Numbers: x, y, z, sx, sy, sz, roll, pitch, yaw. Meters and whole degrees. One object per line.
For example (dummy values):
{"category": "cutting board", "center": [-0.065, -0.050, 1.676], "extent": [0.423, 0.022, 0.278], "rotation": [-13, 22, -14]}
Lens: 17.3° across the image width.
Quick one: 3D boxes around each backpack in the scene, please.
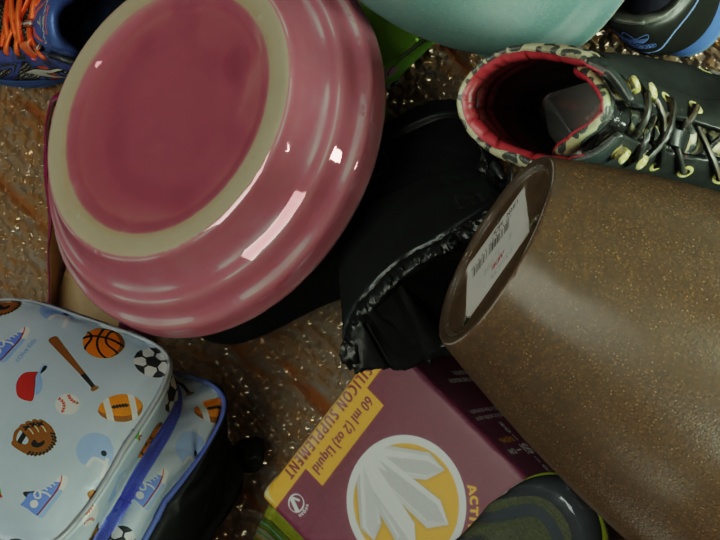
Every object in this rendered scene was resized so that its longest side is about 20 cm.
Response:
{"category": "backpack", "center": [-0.177, 0.108, 1.220], "extent": [0.189, 0.201, 0.155], "rotation": [14, 139, 23]}

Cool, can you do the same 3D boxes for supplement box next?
{"category": "supplement box", "center": [0.065, 0.137, 1.180], "extent": [0.200, 0.085, 0.111], "rotation": [44, 108, 21]}

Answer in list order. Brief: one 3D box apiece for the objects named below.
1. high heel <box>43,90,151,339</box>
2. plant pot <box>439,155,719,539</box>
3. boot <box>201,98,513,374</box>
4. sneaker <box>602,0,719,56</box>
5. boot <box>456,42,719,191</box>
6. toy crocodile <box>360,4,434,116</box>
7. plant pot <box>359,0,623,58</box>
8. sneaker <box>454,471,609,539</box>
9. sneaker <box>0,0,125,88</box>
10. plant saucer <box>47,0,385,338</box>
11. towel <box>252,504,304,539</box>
{"category": "high heel", "center": [-0.159, -0.003, 1.291], "extent": [0.067, 0.096, 0.202], "rotation": [8, 94, 27]}
{"category": "plant pot", "center": [0.141, 0.039, 1.040], "extent": [0.199, 0.187, 0.188], "rotation": [29, 106, -11]}
{"category": "boot", "center": [0.000, 0.001, 1.159], "extent": [0.197, 0.163, 0.074], "rotation": [-31, 117, 7]}
{"category": "sneaker", "center": [0.159, -0.203, 1.137], "extent": [0.070, 0.078, 0.202], "rotation": [11, 95, 27]}
{"category": "boot", "center": [0.156, -0.058, 1.095], "extent": [0.202, 0.153, 0.074], "rotation": [14, 96, 27]}
{"category": "toy crocodile", "center": [-0.038, -0.078, 1.255], "extent": [0.200, 0.062, 0.068], "rotation": [-42, 72, 16]}
{"category": "plant pot", "center": [0.035, -0.205, 1.126], "extent": [0.200, 0.133, 0.202], "rotation": [-9, 80, 56]}
{"category": "sneaker", "center": [0.037, 0.170, 1.100], "extent": [0.200, 0.081, 0.074], "rotation": [-48, 71, 21]}
{"category": "sneaker", "center": [-0.160, -0.139, 1.303], "extent": [0.198, 0.078, 0.076], "rotation": [1, 90, 27]}
{"category": "plant saucer", "center": [-0.082, -0.069, 1.163], "extent": [0.199, 0.051, 0.202], "rotation": [-15, 62, 31]}
{"category": "towel", "center": [-0.072, 0.226, 1.228], "extent": [0.086, 0.018, 0.201], "rotation": [39, 99, 42]}
